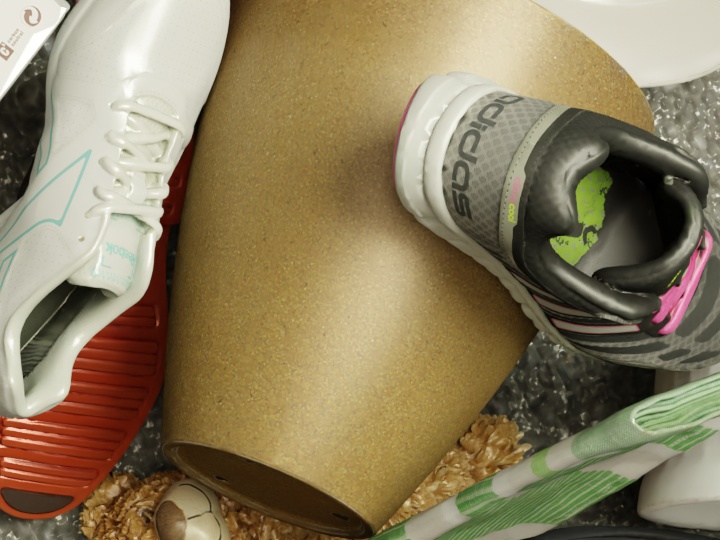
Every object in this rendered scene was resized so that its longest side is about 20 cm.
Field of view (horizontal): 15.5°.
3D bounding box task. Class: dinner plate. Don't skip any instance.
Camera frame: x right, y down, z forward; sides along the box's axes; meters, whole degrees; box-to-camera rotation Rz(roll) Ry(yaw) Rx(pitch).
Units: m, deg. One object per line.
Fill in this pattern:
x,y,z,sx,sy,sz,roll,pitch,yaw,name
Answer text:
0.090,-0.159,1.142,0.199,0.024,0.201,12,50,-14,dinner plate

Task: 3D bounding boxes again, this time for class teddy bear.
-0.020,0.091,1.138,0.199,0.067,0.146,-6,86,-14,teddy bear

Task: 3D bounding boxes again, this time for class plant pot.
0.000,0.000,1.072,0.186,0.186,0.201,25,74,-11,plant pot

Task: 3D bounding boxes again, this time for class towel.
0.083,0.080,1.026,0.152,0.200,0.023,-15,78,-46,towel

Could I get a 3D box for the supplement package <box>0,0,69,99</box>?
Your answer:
-0.256,-0.083,1.051,0.200,0.147,0.192,38,80,-8,supplement package

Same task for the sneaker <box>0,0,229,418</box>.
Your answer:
-0.098,-0.031,1.032,0.070,0.080,0.201,23,98,-36,sneaker

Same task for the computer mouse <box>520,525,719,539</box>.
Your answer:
0.125,0.139,1.155,0.199,0.139,0.053,-8,65,-1,computer mouse

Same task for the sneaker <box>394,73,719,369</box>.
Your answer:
0.099,-0.007,0.982,0.200,0.087,0.074,33,82,-44,sneaker

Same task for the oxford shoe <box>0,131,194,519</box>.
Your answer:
-0.120,0.007,1.126,0.071,0.073,0.201,12,102,-26,oxford shoe

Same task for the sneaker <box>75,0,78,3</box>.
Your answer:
-0.084,-0.181,1.135,0.073,0.087,0.201,0,109,12,sneaker

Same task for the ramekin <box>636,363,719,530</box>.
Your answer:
0.219,0.058,1.132,0.199,0.200,0.098,4,80,-13,ramekin
